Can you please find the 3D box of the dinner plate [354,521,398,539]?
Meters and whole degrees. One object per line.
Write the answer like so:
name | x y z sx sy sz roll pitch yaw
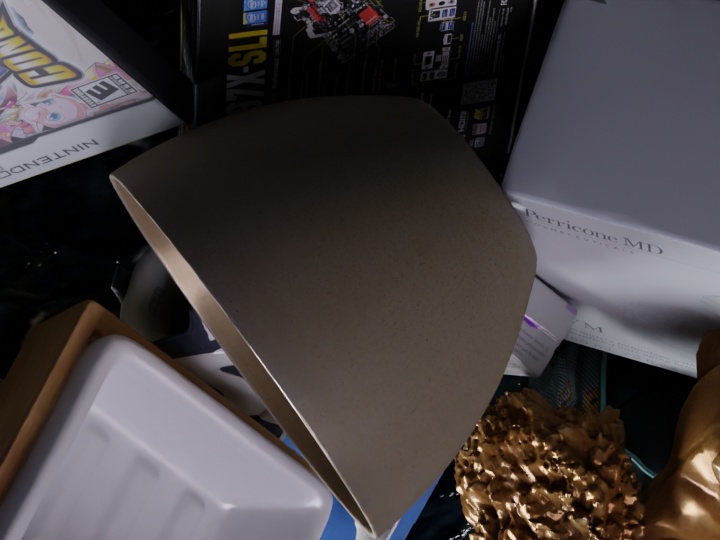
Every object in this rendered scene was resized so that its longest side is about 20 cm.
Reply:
dinner plate | 0.037 0.081 1.526 0.024 0.201 0.201 27 140 3

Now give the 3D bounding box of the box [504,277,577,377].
box | 0.044 0.024 1.437 0.041 0.039 0.200 36 168 -16

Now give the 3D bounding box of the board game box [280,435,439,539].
board game box | -0.019 0.110 1.593 0.201 0.039 0.158 -60 145 -4

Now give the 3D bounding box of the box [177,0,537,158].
box | -0.002 -0.116 1.308 0.159 0.050 0.200 -8 147 -9

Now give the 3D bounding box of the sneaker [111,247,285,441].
sneaker | -0.084 0.036 1.482 0.129 0.080 0.199 21 149 -24

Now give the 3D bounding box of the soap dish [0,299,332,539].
soap dish | -0.117 0.126 1.424 0.081 0.158 0.200 12 160 45

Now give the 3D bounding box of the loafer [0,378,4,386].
loafer | -0.135 0.124 1.541 0.199 0.070 0.070 31 90 -32

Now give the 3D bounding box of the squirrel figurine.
squirrel figurine | 0.138 0.121 1.333 0.199 0.142 0.187 10 132 0

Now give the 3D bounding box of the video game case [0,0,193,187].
video game case | -0.199 -0.091 1.244 0.180 0.026 0.200 -17 148 24

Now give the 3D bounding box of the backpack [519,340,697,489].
backpack | 0.158 0.082 1.538 0.175 0.201 0.153 24 138 -24

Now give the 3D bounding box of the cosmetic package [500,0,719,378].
cosmetic package | 0.183 -0.028 1.343 0.198 0.124 0.200 16 162 14

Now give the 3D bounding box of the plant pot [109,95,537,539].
plant pot | 0.000 0.000 1.288 0.134 0.200 0.201 -36 148 -6
